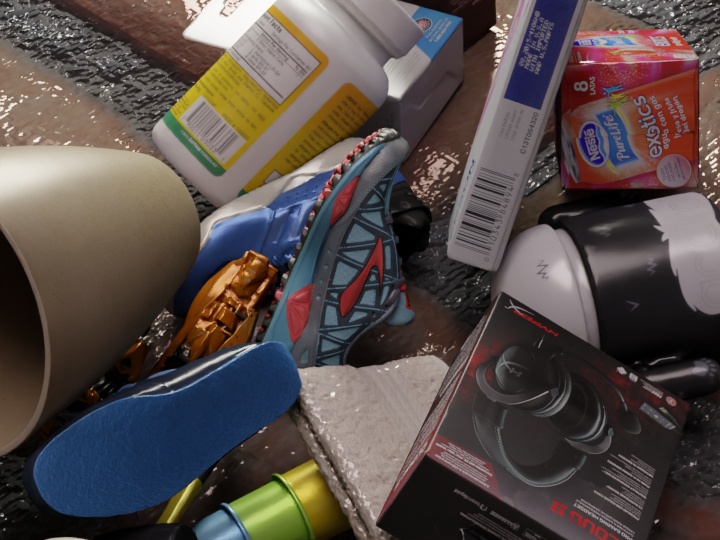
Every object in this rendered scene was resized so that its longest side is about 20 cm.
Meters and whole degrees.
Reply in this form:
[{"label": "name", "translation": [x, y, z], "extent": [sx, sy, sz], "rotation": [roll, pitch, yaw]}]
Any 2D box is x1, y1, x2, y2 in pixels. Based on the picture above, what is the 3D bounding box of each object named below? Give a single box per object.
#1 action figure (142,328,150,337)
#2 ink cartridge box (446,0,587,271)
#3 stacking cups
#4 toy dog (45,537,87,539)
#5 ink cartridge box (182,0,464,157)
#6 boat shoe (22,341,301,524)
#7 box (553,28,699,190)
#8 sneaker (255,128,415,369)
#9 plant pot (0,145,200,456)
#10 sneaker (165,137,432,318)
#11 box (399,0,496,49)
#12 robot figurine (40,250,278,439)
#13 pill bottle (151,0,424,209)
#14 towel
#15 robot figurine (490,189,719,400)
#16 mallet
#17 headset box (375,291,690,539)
[{"label": "action figure", "translation": [-0.251, 0.015, 1.551], "extent": [0.200, 0.069, 0.130], "rotation": [13, 31, 9]}, {"label": "ink cartridge box", "translation": [0.107, -0.111, 1.514], "extent": [0.043, 0.197, 0.200], "rotation": [17, 10, -2]}, {"label": "stacking cups", "translation": [-0.095, 0.177, 1.377], "extent": [0.200, 0.061, 0.061], "rotation": [-23, 46, -18]}, {"label": "toy dog", "translation": [-0.152, 0.231, 1.248], "extent": [0.200, 0.194, 0.140], "rotation": [14, 20, -30]}, {"label": "ink cartridge box", "translation": [-0.030, -0.171, 1.733], "extent": [0.200, 0.068, 0.115], "rotation": [18, 48, 21]}, {"label": "boat shoe", "translation": [-0.125, 0.105, 1.332], "extent": [0.200, 0.084, 0.069], "rotation": [-18, 5, -36]}, {"label": "box", "translation": [0.193, -0.121, 1.582], "extent": [0.100, 0.096, 0.200], "rotation": [-2, 12, 4]}, {"label": "sneaker", "translation": [0.000, 0.000, 1.489], "extent": [0.095, 0.200, 0.079], "rotation": [24, 13, -1]}, {"label": "plant pot", "translation": [-0.197, -0.005, 1.349], "extent": [0.187, 0.188, 0.200], "rotation": [25, 31, 27]}, {"label": "sneaker", "translation": [-0.040, -0.007, 1.555], "extent": [0.200, 0.077, 0.111], "rotation": [-32, 56, -19]}, {"label": "box", "translation": [0.050, -0.279, 1.746], "extent": [0.100, 0.200, 0.075], "rotation": [29, 55, 31]}, {"label": "robot figurine", "translation": [-0.151, 0.056, 1.464], "extent": [0.145, 0.058, 0.200], "rotation": [31, 72, 7]}, {"label": "pill bottle", "translation": [-0.051, -0.135, 1.608], "extent": [0.200, 0.113, 0.113], "rotation": [-46, 50, 4]}, {"label": "towel", "translation": [0.039, 0.134, 1.376], "extent": [0.132, 0.034, 0.200], "rotation": [-3, 48, -38]}, {"label": "robot figurine", "translation": [0.189, 0.017, 1.481], "extent": [0.200, 0.125, 0.150], "rotation": [-12, 12, -8]}, {"label": "mallet", "translation": [-0.120, 0.143, 1.376], "extent": [0.066, 0.041, 0.200], "rotation": [-14, 22, 16]}, {"label": "headset box", "translation": [0.109, 0.126, 1.342], "extent": [0.149, 0.077, 0.200], "rotation": [31, 37, 0]}]
